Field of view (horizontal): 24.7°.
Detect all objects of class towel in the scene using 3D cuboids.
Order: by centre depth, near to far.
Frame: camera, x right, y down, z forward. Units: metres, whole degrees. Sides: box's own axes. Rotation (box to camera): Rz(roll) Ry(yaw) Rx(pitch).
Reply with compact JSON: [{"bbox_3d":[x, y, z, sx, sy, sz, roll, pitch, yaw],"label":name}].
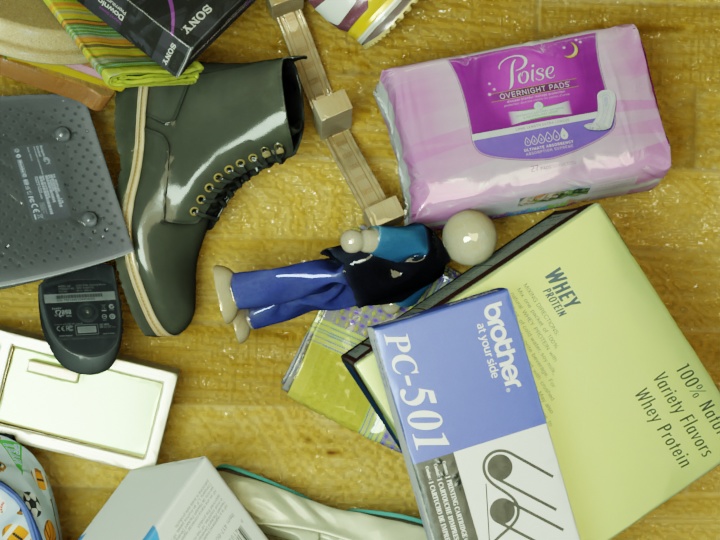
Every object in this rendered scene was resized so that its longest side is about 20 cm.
[{"bbox_3d":[-0.190,-0.199,1.115,0.200,0.086,0.018,52,123,20],"label":"towel"},{"bbox_3d":[0.052,0.070,1.236,0.199,0.023,0.144,28,87,-4],"label":"towel"}]

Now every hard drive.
[{"bbox_3d":[-0.263,-0.047,1.109,0.199,0.042,0.135,-12,76,-34],"label":"hard drive"}]

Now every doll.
[{"bbox_3d":[0.000,0.000,1.162,0.199,0.137,0.049,-14,65,4],"label":"doll"}]

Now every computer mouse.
[{"bbox_3d":[-0.205,-0.014,1.179,0.058,0.034,0.201,0,61,-18],"label":"computer mouse"}]

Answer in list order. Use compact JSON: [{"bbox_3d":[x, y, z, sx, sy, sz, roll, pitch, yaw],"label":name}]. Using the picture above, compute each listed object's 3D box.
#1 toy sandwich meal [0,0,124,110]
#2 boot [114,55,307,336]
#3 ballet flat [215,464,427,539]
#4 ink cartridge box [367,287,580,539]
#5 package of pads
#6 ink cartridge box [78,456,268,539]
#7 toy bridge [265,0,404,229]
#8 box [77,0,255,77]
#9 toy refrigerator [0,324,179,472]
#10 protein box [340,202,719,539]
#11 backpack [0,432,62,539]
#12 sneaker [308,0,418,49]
[{"bbox_3d":[-0.248,-0.185,1.137,0.205,0.205,0.070,29,122,-4],"label":"toy sandwich meal"},{"bbox_3d":[-0.101,-0.056,1.171,0.138,0.077,0.201,-4,91,20],"label":"boot"},{"bbox_3d":[-0.028,0.201,1.203,0.199,0.069,0.070,15,88,2],"label":"ballet flat"},{"bbox_3d":[0.076,0.120,1.070,0.094,0.044,0.201,-17,91,-6],"label":"ink cartridge box"},{"bbox_3d":[0.117,-0.104,1.207,0.199,0.076,0.121,-11,77,-6],"label":"package of pads"},{"bbox_3d":[-0.112,0.252,1.129,0.200,0.084,0.146,57,43,-21],"label":"ink cartridge box"},{"bbox_3d":[-0.020,-0.113,1.205,0.027,0.067,0.201,-23,83,-6],"label":"toy bridge"},{"bbox_3d":[-0.159,-0.236,1.112,0.200,0.036,0.143,38,49,-2],"label":"box"},{"bbox_3d":[-0.236,0.085,1.186,0.199,0.070,0.076,15,89,-4],"label":"toy refrigerator"},{"bbox_3d":[0.125,0.089,1.164,0.200,0.135,0.199,-34,92,-4],"label":"protein box"},{"bbox_3d":[-0.291,0.208,1.128,0.199,0.154,0.191,-4,103,-6],"label":"backpack"},{"bbox_3d":[0.037,-0.264,1.209,0.090,0.075,0.200,38,86,-9],"label":"sneaker"}]
